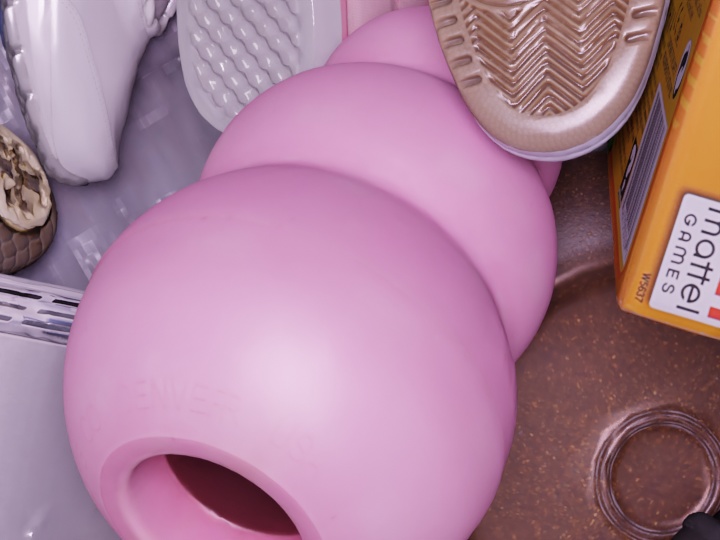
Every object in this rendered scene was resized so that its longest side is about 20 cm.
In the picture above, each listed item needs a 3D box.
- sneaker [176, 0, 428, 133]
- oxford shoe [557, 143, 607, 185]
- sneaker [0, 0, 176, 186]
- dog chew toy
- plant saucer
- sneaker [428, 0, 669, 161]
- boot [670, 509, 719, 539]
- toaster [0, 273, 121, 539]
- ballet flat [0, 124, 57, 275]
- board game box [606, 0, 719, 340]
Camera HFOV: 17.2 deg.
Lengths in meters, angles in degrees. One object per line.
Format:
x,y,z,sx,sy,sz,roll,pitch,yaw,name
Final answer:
-0.006,-0.145,0.760,0.075,0.104,0.201,11,105,34,sneaker
0.080,-0.083,0.779,0.075,0.058,0.200,42,86,9,oxford shoe
-0.074,-0.127,0.790,0.087,0.075,0.201,7,86,-5,sneaker
0.000,0.000,0.673,0.124,0.125,0.200,25,49,6,dog chew toy
0.091,0.063,0.745,0.199,0.037,0.202,0,93,-6,plant saucer
0.060,-0.111,0.698,0.070,0.109,0.201,-7,68,11,sneaker
0.196,0.076,0.708,0.211,0.079,0.158,35,89,-34,boot
-0.096,0.075,0.732,0.199,0.114,0.130,12,80,-17,toaster
-0.165,-0.045,0.731,0.046,0.200,0.068,-37,52,28,ballet flat
0.189,-0.082,0.634,0.199,0.200,0.201,16,108,0,board game box
